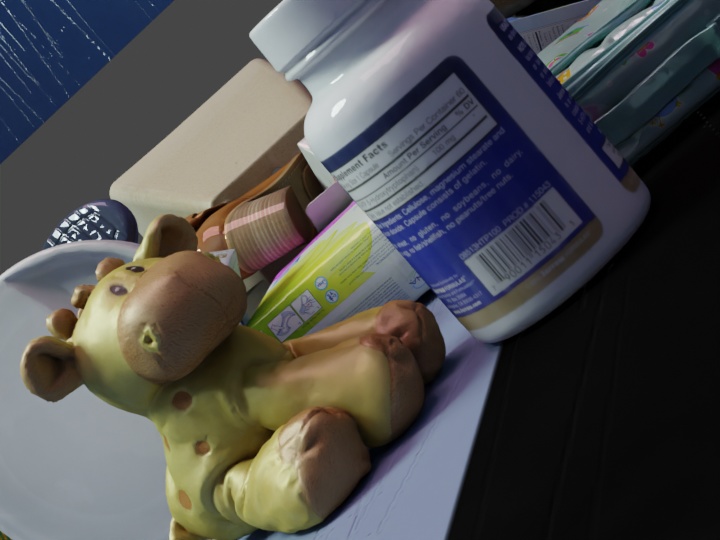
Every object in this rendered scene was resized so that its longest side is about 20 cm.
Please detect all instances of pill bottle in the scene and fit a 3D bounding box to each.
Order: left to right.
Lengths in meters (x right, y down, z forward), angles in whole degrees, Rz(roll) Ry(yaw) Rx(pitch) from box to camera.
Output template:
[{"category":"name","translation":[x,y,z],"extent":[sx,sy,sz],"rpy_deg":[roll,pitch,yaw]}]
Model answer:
[{"category":"pill bottle","translation":[0.042,-0.074,0.855],"extent":[0.120,0.200,0.120],"rpy_deg":[-40,7,6]}]

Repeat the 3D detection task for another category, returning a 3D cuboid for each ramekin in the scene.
[{"category":"ramekin","translation":[-0.154,0.079,1.065],"extent":[0.202,0.203,0.094],"rpy_deg":[-40,-3,9]}]

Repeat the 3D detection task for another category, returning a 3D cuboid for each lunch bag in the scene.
[{"category":"lunch bag","translation":[0.153,-0.113,1.001],"extent":[0.200,0.077,0.160],"rpy_deg":[-42,7,-3]}]

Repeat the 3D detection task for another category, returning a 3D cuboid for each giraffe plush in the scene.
[{"category":"giraffe plush","translation":[-0.079,0.052,0.894],"extent":[0.200,0.162,0.173],"rpy_deg":[-37,8,29]}]

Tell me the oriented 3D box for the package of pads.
[{"category":"package of pads","translation":[0.000,0.000,1.191],"extent":[0.154,0.068,0.200],"rpy_deg":[-41,7,12]}]

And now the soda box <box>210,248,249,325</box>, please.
[{"category":"soda box","translation":[-0.180,0.037,1.153],"extent":[0.199,0.068,0.064],"rpy_deg":[-7,19,5]}]

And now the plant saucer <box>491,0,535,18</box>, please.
[{"category":"plant saucer","translation":[0.069,-0.209,1.209],"extent":[0.199,0.037,0.201],"rpy_deg":[-18,26,9]}]

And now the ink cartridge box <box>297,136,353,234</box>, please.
[{"category":"ink cartridge box","translation":[0.029,-0.091,1.345],"extent":[0.200,0.117,0.067],"rpy_deg":[-43,45,-14]}]

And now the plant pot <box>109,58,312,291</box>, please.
[{"category":"plant pot","translation":[-0.075,-0.056,1.523],"extent":[0.200,0.200,0.177],"rpy_deg":[-43,19,-12]}]

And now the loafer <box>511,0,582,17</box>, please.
[{"category":"loafer","translation":[0.112,-0.229,1.295],"extent":[0.199,0.076,0.070],"rpy_deg":[5,4,20]}]

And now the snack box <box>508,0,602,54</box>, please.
[{"category":"snack box","translation":[0.099,-0.134,1.182],"extent":[0.199,0.068,0.169],"rpy_deg":[-18,2,-11]}]

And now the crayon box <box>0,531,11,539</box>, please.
[{"category":"crayon box","translation":[-0.280,0.237,1.161],"extent":[0.200,0.051,0.127],"rpy_deg":[-87,20,-82]}]

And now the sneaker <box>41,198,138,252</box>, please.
[{"category":"sneaker","translation":[-0.226,0.019,1.409],"extent":[0.082,0.074,0.200],"rpy_deg":[-17,-37,-49]}]

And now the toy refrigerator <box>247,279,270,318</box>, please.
[{"category":"toy refrigerator","translation":[-0.138,0.092,1.372],"extent":[0.200,0.070,0.076],"rpy_deg":[-36,8,35]}]

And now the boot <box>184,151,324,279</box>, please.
[{"category":"boot","translation":[-0.104,-0.031,1.359],"extent":[0.154,0.074,0.200],"rpy_deg":[-23,3,15]}]
